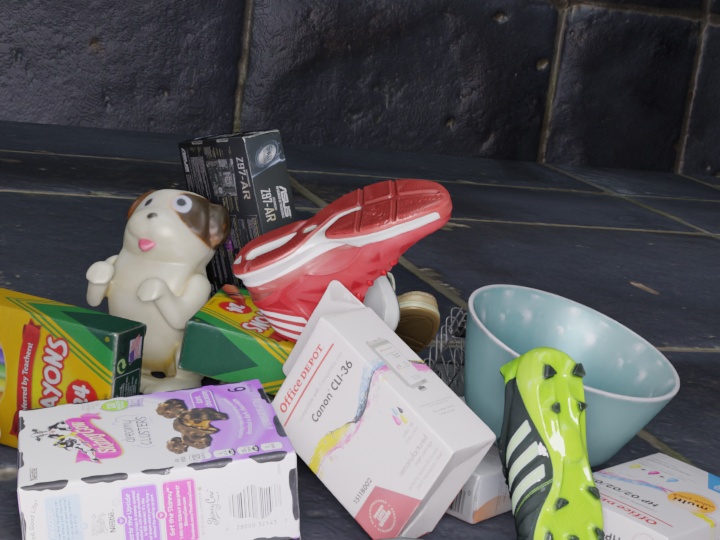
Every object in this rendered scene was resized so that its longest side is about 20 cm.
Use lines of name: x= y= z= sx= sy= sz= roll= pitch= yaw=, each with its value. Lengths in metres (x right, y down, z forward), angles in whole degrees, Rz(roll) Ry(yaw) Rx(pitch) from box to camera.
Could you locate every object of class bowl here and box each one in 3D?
bowl: x=0.174 y=0.105 z=1.222 sx=0.200 sy=0.105 sz=0.201 roll=17 pitch=20 yaw=-7

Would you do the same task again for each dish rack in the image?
dish rack: x=0.139 y=0.081 z=1.383 sx=0.153 sy=0.200 sz=0.055 roll=4 pitch=55 yaw=-16

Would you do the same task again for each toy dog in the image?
toy dog: x=-0.193 y=0.017 z=1.394 sx=0.139 sy=0.200 sz=0.194 roll=16 pitch=16 yaw=32

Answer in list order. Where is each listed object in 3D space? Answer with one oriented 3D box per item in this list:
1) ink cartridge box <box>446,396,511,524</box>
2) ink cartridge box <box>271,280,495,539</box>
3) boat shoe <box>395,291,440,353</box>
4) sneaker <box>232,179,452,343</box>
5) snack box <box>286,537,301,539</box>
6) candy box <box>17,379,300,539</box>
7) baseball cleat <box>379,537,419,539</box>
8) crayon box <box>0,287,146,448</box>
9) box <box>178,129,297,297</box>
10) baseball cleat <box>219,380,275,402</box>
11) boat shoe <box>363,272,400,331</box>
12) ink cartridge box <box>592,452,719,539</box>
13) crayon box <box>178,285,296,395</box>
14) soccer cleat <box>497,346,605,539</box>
ink cartridge box: x=0.097 y=0.170 z=1.262 sx=0.162 sy=0.050 sz=0.200 roll=17 pitch=11 yaw=37
ink cartridge box: x=0.000 y=0.113 z=1.112 sx=0.200 sy=0.117 sz=0.067 roll=45 pitch=31 yaw=26
boat shoe: x=0.018 y=0.058 z=1.399 sx=0.074 sy=0.067 sz=0.200 roll=22 pitch=-32 yaw=-22
sneaker: x=0.000 y=0.000 z=1.190 sx=0.200 sy=0.116 sz=0.078 roll=-17 pitch=31 yaw=17
snack box: x=-0.088 y=0.193 z=1.084 sx=0.072 sy=0.024 sz=0.200 roll=3 pitch=14 yaw=-7
candy box: x=-0.159 y=0.153 z=1.043 sx=0.200 sy=0.072 sz=0.168 roll=-6 pitch=16 yaw=-13
baseball cleat: x=0.063 y=0.225 z=0.906 sx=0.200 sy=0.070 sz=0.106 roll=-3 pitch=25 yaw=-18
crayon box: x=-0.290 y=0.090 z=1.194 sx=0.200 sy=0.127 sz=0.051 roll=11 pitch=14 yaw=22
box: x=-0.121 y=-0.044 z=1.423 sx=0.043 sy=0.200 sz=0.160 roll=-16 pitch=10 yaw=-30
baseball cleat: x=-0.090 y=0.118 z=1.353 sx=0.106 sy=0.070 sz=0.200 roll=15 pitch=18 yaw=-13
boat shoe: x=-0.001 y=0.008 z=1.291 sx=0.064 sy=0.071 sz=0.200 roll=9 pitch=20 yaw=-30
ink cartridge box: x=0.225 y=0.211 z=1.088 sx=0.200 sy=0.068 sz=0.115 roll=-7 pitch=19 yaw=-45
crayon box: x=-0.055 y=0.076 z=1.274 sx=0.200 sy=0.051 sz=0.127 roll=15 pitch=17 yaw=6
soccer cleat: x=0.140 y=0.160 z=1.041 sx=0.067 sy=0.200 sz=0.081 roll=6 pitch=-15 yaw=-26
